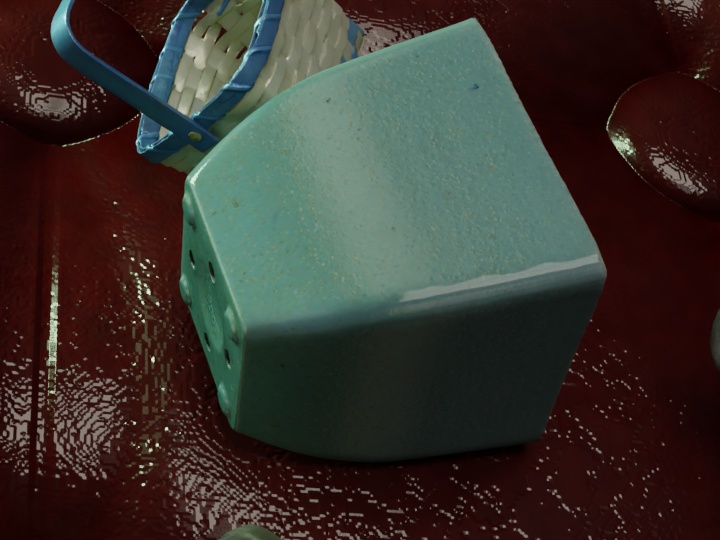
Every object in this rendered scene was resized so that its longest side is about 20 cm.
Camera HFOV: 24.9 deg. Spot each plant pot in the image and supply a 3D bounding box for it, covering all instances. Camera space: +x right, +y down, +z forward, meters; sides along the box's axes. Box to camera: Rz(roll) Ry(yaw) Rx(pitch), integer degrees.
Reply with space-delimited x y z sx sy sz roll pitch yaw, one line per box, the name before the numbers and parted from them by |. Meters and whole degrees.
plant pot | 0.000 0.000 0.975 0.198 0.196 0.197 -13 58 -16

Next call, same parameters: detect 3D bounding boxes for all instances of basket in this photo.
basket | -0.101 -0.148 1.065 0.200 0.139 0.177 40 42 -27

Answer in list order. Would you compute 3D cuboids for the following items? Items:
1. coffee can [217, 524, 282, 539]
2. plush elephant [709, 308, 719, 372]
coffee can | -0.115 0.225 0.774 0.199 0.147 0.147 -18 61 -30
plush elephant | 0.314 0.063 1.040 0.164 0.156 0.200 30 53 27
